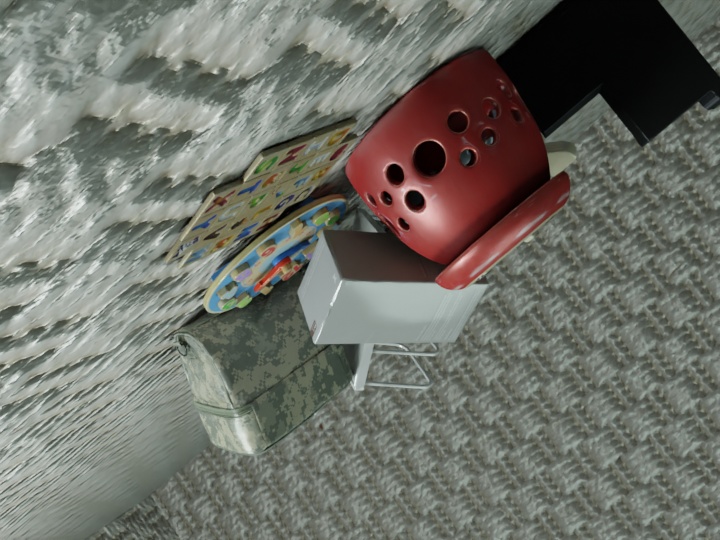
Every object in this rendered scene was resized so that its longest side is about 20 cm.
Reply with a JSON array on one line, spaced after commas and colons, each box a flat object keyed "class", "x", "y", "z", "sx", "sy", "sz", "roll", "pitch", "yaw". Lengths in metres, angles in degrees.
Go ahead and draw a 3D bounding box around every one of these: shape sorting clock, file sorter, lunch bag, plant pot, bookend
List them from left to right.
[{"class": "lunch bag", "x": -0.124, "y": 0.107, "z": 1.030, "sx": 0.198, "sy": 0.171, "sz": 0.138, "roll": -32, "pitch": -160, "yaw": -33}, {"class": "shape sorting clock", "x": -0.091, "y": -0.015, "z": 0.911, "sx": 0.199, "sy": 0.039, "sz": 0.200, "roll": -39, "pitch": 175, "yaw": -4}, {"class": "file sorter", "x": 0.048, "y": 0.040, "z": 1.101, "sx": 0.139, "sy": 0.122, "sz": 0.204, "roll": -129, "pitch": -133, "yaw": -61}, {"class": "plant pot", "x": 0.111, "y": -0.098, "z": 0.860, "sx": 0.199, "sy": 0.183, "sz": 0.200, "roll": -40, "pitch": 175, "yaw": -4}, {"class": "bookend", "x": 0.279, "y": -0.209, "z": 0.939, "sx": 0.198, "sy": 0.201, "sz": 0.092, "roll": -40, "pitch": 173, "yaw": 13}]

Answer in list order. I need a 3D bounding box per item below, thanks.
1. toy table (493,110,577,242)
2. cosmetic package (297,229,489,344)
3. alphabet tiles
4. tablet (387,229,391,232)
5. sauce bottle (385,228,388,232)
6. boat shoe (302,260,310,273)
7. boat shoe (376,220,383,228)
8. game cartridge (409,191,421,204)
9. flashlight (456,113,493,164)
[{"class": "toy table", "x": 0.204, "y": -0.141, "z": 1.138, "sx": 0.200, "sy": 0.115, "sz": 0.187, "roll": -34, "pitch": -144, "yaw": 63}, {"class": "cosmetic package", "x": 0.037, "y": 0.021, "z": 0.939, "sx": 0.196, "sy": 0.091, "sz": 0.108, "roll": 6, "pitch": 133, "yaw": -27}, {"class": "alphabet tiles", "x": -0.084, "y": -0.068, "z": 0.726, "sx": 0.199, "sy": 0.006, "sz": 0.166, "roll": -33, "pitch": 171, "yaw": -49}, {"class": "tablet", "x": 0.037, "y": 0.004, "z": 1.381, "sx": 0.203, "sy": 0.013, "sz": 0.130, "roll": -63, "pitch": -160, "yaw": 9}, {"class": "sauce bottle", "x": 0.053, "y": -0.041, "z": 1.506, "sx": 0.066, "sy": 0.066, "sz": 0.200, "roll": -33, "pitch": 170, "yaw": -36}, {"class": "boat shoe", "x": -0.091, "y": 0.049, "z": 1.219, "sx": 0.068, "sy": 0.074, "sz": 0.199, "roll": -38, "pitch": 175, "yaw": -40}, {"class": "boat shoe", "x": 0.000, "y": 0.000, "z": 1.239, "sx": 0.203, "sy": 0.072, "sz": 0.067, "roll": -85, "pitch": -164, "yaw": -46}, {"class": "game cartridge", "x": 0.151, "y": -0.113, "z": 1.311, "sx": 0.198, "sy": 0.042, "sz": 0.133, "roll": -33, "pitch": -149, "yaw": -15}, {"class": "flashlight", "x": 0.145, "y": -0.112, "z": 1.037, "sx": 0.068, "sy": 0.067, "sz": 0.203, "roll": -40, "pitch": 143, "yaw": -32}]
